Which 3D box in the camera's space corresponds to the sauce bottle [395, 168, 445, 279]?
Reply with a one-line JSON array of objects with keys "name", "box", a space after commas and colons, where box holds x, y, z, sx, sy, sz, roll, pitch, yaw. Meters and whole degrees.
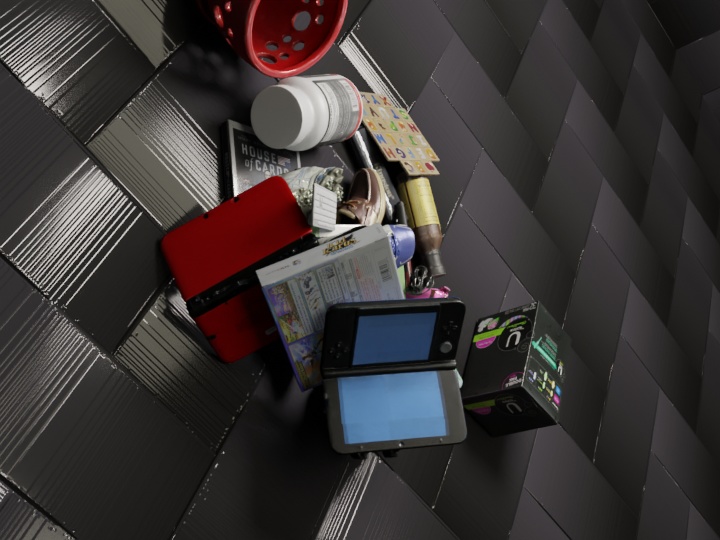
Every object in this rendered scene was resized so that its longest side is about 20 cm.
[{"name": "sauce bottle", "box": [0.114, -0.084, 1.613, 0.064, 0.064, 0.202, -1, 76, -48]}]

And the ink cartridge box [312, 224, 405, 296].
[{"name": "ink cartridge box", "box": [0.000, 0.000, 1.403, 0.198, 0.048, 0.147, -2, 87, -30]}]

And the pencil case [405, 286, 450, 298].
[{"name": "pencil case", "box": [0.121, 0.130, 1.499, 0.091, 0.093, 0.202, 22, 58, -61]}]

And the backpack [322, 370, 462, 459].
[{"name": "backpack", "box": [0.052, 0.177, 1.337, 0.199, 0.177, 0.152, -28, 96, -42]}]

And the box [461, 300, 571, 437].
[{"name": "box", "box": [0.290, 0.184, 1.619, 0.124, 0.148, 0.201, 45, 46, -26]}]

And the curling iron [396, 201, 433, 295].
[{"name": "curling iron", "box": [0.087, -0.039, 1.514, 0.026, 0.049, 0.201, 73, 4, -53]}]

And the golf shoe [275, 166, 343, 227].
[{"name": "golf shoe", "box": [-0.108, -0.107, 1.330, 0.200, 0.096, 0.079, -39, 139, -55]}]

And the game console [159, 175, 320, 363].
[{"name": "game console", "box": [-0.150, 0.000, 1.218, 0.173, 0.199, 0.119, 63, -3, -38]}]

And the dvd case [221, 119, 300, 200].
[{"name": "dvd case", "box": [-0.149, -0.125, 1.368, 0.149, 0.025, 0.202, 12, 65, -45]}]

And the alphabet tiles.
[{"name": "alphabet tiles", "box": [0.068, -0.256, 1.627, 0.166, 0.006, 0.201, -7, 60, -51]}]

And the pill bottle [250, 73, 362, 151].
[{"name": "pill bottle", "box": [-0.086, -0.254, 1.400, 0.200, 0.115, 0.117, -27, 94, -61]}]

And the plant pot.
[{"name": "plant pot", "box": [-0.149, -0.428, 1.346, 0.182, 0.202, 0.199, 41, 31, 28]}]

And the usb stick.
[{"name": "usb stick", "box": [0.031, -0.166, 1.578, 0.055, 0.032, 0.202, -27, 95, -51]}]

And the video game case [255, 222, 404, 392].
[{"name": "video game case", "box": [-0.030, 0.053, 1.199, 0.046, 0.180, 0.201, -123, -167, -52]}]

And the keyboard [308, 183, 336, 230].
[{"name": "keyboard", "box": [-0.051, -0.089, 1.256, 0.200, 0.011, 0.057, -5, 104, -83]}]

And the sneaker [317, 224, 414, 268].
[{"name": "sneaker", "box": [0.012, -0.026, 1.318, 0.198, 0.115, 0.082, -9, 91, -32]}]

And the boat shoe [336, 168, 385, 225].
[{"name": "boat shoe", "box": [-0.008, -0.091, 1.476, 0.072, 0.072, 0.202, 24, 63, -39]}]

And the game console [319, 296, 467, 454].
[{"name": "game console", "box": [0.052, 0.140, 1.176, 0.198, 0.172, 0.119, -3, 36, -15]}]
